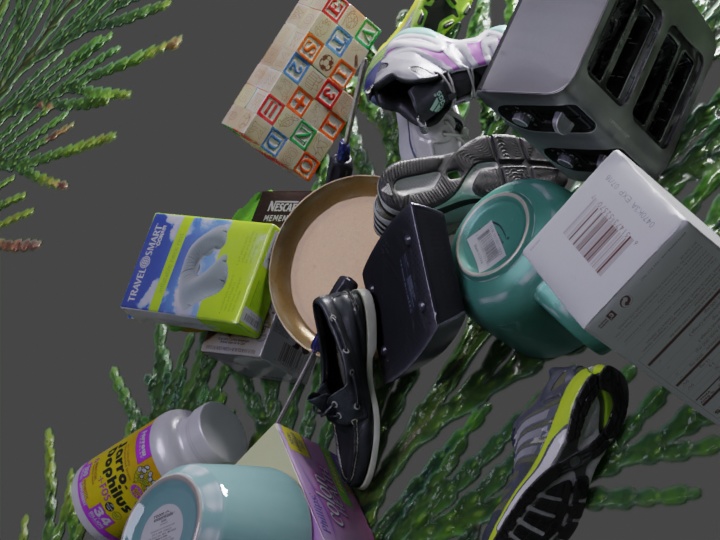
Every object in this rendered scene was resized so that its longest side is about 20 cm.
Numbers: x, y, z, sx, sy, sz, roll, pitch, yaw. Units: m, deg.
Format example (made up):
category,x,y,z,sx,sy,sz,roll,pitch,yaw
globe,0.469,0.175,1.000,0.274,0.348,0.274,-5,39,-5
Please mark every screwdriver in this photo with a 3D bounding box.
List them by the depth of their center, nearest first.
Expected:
category,x,y,z,sx,sy,sz,roll,pitch,yaw
screwdriver,-0.054,0.098,1.602,0.028,0.029,0.201,26,90,13
screwdriver,-0.017,-0.155,1.718,0.201,0.029,0.028,98,171,-45

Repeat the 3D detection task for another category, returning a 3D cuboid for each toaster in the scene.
category,x,y,z,sx,sy,sz,roll,pitch,yaw
toaster,0.227,-0.199,1.464,0.118,0.181,0.201,14,74,46

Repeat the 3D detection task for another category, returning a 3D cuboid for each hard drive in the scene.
category,x,y,z,sx,sy,sz,roll,pitch,yaw
hard drive,0.050,0.025,1.501,0.200,0.042,0.136,124,137,-67

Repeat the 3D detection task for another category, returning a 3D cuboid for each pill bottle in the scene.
category,x,y,z,sx,sy,sz,roll,pitch,yaw
pill bottle,-0.220,0.220,1.717,0.199,0.104,0.105,-33,43,28

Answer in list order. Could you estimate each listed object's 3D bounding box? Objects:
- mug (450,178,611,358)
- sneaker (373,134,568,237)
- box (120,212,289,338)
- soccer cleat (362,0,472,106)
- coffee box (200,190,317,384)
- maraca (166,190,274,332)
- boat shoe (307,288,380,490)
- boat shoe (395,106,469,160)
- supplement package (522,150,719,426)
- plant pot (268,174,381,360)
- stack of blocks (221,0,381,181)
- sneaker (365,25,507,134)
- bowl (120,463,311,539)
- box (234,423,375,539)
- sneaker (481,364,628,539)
category,x,y,z,sx,sy,sz,roll,pitch,yaw
mug,0.167,-0.008,1.442,0.184,0.114,0.153,1,65,49
sneaker,0.103,-0.072,1.560,0.116,0.199,0.076,111,147,-63
box,-0.179,0.003,1.714,0.199,0.048,0.123,6,68,36
soccer cleat,0.064,-0.280,1.796,0.201,0.065,0.084,-58,31,-2
coffee box,-0.085,0.017,1.733,0.113,0.080,0.201,1,65,48
maraca,-0.165,-0.012,1.822,0.201,0.107,0.137,-56,21,-13
boat shoe,-0.021,0.118,1.551,0.074,0.066,0.201,177,94,-65
boat shoe,0.083,-0.144,1.668,0.065,0.073,0.201,-41,41,26
supplement package,0.251,0.017,1.260,0.117,0.200,0.117,-48,38,11
plant pot,0.000,0.000,1.632,0.198,0.027,0.202,-5,75,18
stack of blocks,-0.061,-0.223,1.850,0.058,0.115,0.201,28,85,53
sneaker,0.100,-0.189,1.621,0.199,0.078,0.140,2,41,28
bowl,-0.151,0.262,1.452,0.200,0.105,0.202,-26,48,33
box,-0.092,0.290,1.532,0.200,0.096,0.176,-47,38,14
sneaker,0.162,0.171,1.369,0.201,0.074,0.081,-58,28,-11
